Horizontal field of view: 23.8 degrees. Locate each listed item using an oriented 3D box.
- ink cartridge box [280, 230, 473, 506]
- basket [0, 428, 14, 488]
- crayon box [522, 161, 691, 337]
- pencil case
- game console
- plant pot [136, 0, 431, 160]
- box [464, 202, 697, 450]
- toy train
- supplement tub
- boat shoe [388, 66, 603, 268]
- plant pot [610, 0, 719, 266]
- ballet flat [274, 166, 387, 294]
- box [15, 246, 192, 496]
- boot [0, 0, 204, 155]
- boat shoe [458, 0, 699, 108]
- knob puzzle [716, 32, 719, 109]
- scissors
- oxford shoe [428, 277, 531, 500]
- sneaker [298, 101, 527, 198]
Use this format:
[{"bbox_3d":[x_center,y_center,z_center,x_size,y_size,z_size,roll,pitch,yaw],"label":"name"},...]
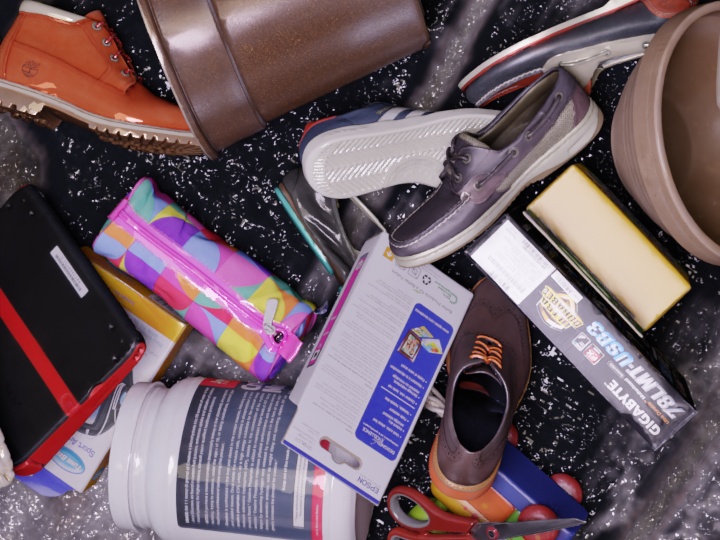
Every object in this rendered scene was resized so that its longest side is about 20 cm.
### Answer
[{"bbox_3d":[0.010,0.076,1.330,0.095,0.037,0.200,35,60,-17],"label":"ink cartridge box"},{"bbox_3d":[-0.407,0.106,1.385,0.161,0.200,0.198,-20,101,-32],"label":"basket"},{"bbox_3d":[0.190,-0.021,1.297,0.052,0.200,0.126,-44,87,11],"label":"crayon box"},{"bbox_3d":[-0.126,0.009,1.417,0.200,0.088,0.088,36,100,6],"label":"pencil case"},{"bbox_3d":[-0.284,0.053,1.439,0.177,0.031,0.200,-45,64,12],"label":"game console"},{"bbox_3d":[-0.060,-0.214,1.341,0.198,0.200,0.201,-20,91,3],"label":"plant pot"},{"bbox_3d":[0.171,0.037,1.306,0.050,0.200,0.199,-42,88,9],"label":"box"},{"bbox_3d":[0.077,0.174,1.403,0.200,0.085,0.116,41,116,8],"label":"toy train"},{"bbox_3d":[-0.092,0.161,1.393,0.200,0.140,0.141,5,96,9],"label":"supplement tub"},{"bbox_3d":[0.096,-0.082,1.325,0.200,0.072,0.065,-38,116,0],"label":"boat shoe"},{"bbox_3d":[0.259,-0.100,1.312,0.093,0.201,0.201,-8,94,50],"label":"plant pot"},{"bbox_3d":[0.000,0.000,1.404,0.068,0.068,0.200,-26,90,-2],"label":"ballet flat"},{"bbox_3d":[-0.243,0.094,1.468,0.119,0.041,0.200,34,102,6],"label":"box"},{"bbox_3d":[-0.209,-0.160,1.426,0.200,0.075,0.107,18,82,1],"label":"boot"},{"bbox_3d":[0.176,-0.171,1.357,0.200,0.071,0.063,-24,93,7],"label":"boat shoe"},{"bbox_3d":[0.334,-0.156,1.296,0.219,0.030,0.220,3,84,-31],"label":"knob puzzle"},{"bbox_3d":[0.099,0.212,1.352,0.200,0.014,0.073,3,110,38],"label":"scissors"},{"bbox_3d":[0.102,0.079,1.343,0.071,0.073,0.200,11,56,0],"label":"oxford shoe"},{"bbox_3d":[0.046,-0.107,1.387,0.200,0.085,0.075,-2,116,-13],"label":"sneaker"}]
